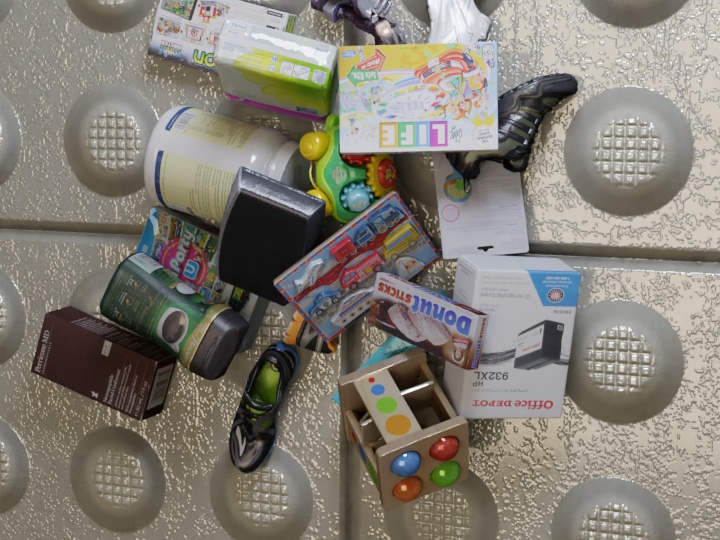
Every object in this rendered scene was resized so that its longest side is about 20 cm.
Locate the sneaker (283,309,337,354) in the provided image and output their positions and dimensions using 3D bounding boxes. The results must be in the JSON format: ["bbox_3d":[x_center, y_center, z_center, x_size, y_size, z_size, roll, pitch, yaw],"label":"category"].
[{"bbox_3d":[-0.034,0.027,1.715,0.077,0.078,0.201,27,108,-1],"label":"sneaker"}]

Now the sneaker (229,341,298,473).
[{"bbox_3d":[-0.150,0.197,1.763,0.071,0.083,0.200,23,104,15],"label":"sneaker"}]

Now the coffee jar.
[{"bbox_3d":[-0.258,0.065,1.715,0.200,0.085,0.105,32,103,12],"label":"coffee jar"}]

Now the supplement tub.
[{"bbox_3d":[-0.182,-0.138,1.699,0.199,0.145,0.146,16,102,16],"label":"supplement tub"}]

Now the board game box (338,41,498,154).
[{"bbox_3d":[0.073,-0.215,1.543,0.199,0.034,0.135,-1,91,7],"label":"board game box"}]

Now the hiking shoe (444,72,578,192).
[{"bbox_3d":[0.201,-0.181,1.593,0.199,0.076,0.101,-28,94,0],"label":"hiking shoe"}]

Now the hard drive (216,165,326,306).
[{"bbox_3d":[-0.126,-0.038,1.632,0.134,0.042,0.200,23,138,2],"label":"hard drive"}]

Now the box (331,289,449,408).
[{"bbox_3d":[0.052,0.117,1.687,0.049,0.082,0.200,45,108,7],"label":"box"}]

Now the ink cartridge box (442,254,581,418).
[{"bbox_3d":[0.194,0.087,1.596,0.144,0.084,0.201,2,104,-15],"label":"ink cartridge box"}]

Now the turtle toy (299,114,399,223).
[{"bbox_3d":[-0.002,-0.152,1.630,0.101,0.146,0.201,2,98,34],"label":"turtle toy"}]

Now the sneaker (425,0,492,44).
[{"bbox_3d":[0.128,-0.296,1.599,0.087,0.075,0.201,0,81,10],"label":"sneaker"}]

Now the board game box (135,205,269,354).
[{"bbox_3d":[-0.229,0.012,1.777,0.199,0.064,0.148,25,103,14],"label":"board game box"}]

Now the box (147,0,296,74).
[{"bbox_3d":[-0.197,-0.334,1.738,0.199,0.035,0.111,18,102,15],"label":"box"}]

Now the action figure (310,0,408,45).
[{"bbox_3d":[0.017,-0.332,1.623,0.069,0.130,0.200,-37,67,-16],"label":"action figure"}]

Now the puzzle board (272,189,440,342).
[{"bbox_3d":[0.000,0.000,1.641,0.200,0.151,0.017,-37,44,3],"label":"puzzle board"}]

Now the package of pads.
[{"bbox_3d":[-0.109,-0.259,1.602,0.154,0.200,0.068,15,83,1],"label":"package of pads"}]

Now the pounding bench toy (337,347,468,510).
[{"bbox_3d":[0.062,0.238,1.627,0.124,0.200,0.156,-20,48,-13],"label":"pounding bench toy"}]

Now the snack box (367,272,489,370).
[{"bbox_3d":[0.084,0.063,1.580,0.200,0.024,0.072,23,105,48],"label":"snack box"}]

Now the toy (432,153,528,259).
[{"bbox_3d":[0.154,-0.117,1.635,0.115,0.047,0.201,-5,85,-4],"label":"toy"}]

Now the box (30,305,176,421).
[{"bbox_3d":[-0.384,0.137,1.840,0.199,0.075,0.101,21,103,17],"label":"box"}]
